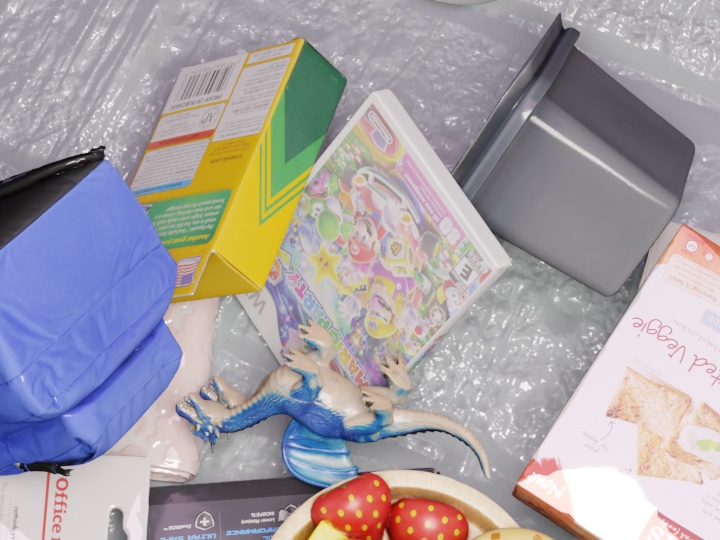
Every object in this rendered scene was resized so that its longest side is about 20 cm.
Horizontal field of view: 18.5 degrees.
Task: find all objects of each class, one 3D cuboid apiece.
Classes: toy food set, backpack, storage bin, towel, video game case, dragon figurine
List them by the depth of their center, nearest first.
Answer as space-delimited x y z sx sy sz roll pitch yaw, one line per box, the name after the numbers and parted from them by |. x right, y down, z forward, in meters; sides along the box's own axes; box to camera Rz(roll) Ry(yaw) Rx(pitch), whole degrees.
0.027 0.221 1.348 0.200 0.049 0.198 34 78 5 | toy food set
-0.226 0.041 1.360 0.162 0.200 0.168 -40 111 -42 | backpack
-0.016 0.099 1.416 0.200 0.100 0.059 23 38 -1 | dragon figurine
0.000 0.000 1.434 0.018 0.200 0.143 -15 64 -46 | video game case
0.137 -0.062 1.471 0.134 0.200 0.146 35 112 1 | storage bin
-0.191 0.036 1.486 0.190 0.032 0.201 6 67 -1 | towel

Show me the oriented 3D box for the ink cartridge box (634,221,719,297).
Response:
0.271 0.069 1.470 0.199 0.083 0.147 17 67 4 | ink cartridge box

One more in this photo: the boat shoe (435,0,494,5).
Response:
0.130 -0.246 1.612 0.199 0.057 0.069 -12 68 -9 | boat shoe

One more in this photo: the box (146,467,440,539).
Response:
-0.039 0.231 1.403 0.199 0.050 0.199 -3 66 -4 | box

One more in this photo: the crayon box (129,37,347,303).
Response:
-0.098 -0.049 1.447 0.052 0.126 0.200 41 58 -33 | crayon box

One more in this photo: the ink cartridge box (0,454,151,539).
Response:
-0.234 0.176 1.403 0.199 0.067 0.116 3 66 -2 | ink cartridge box

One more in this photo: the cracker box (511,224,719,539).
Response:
0.203 0.091 1.383 0.134 0.058 0.200 32 80 8 | cracker box
